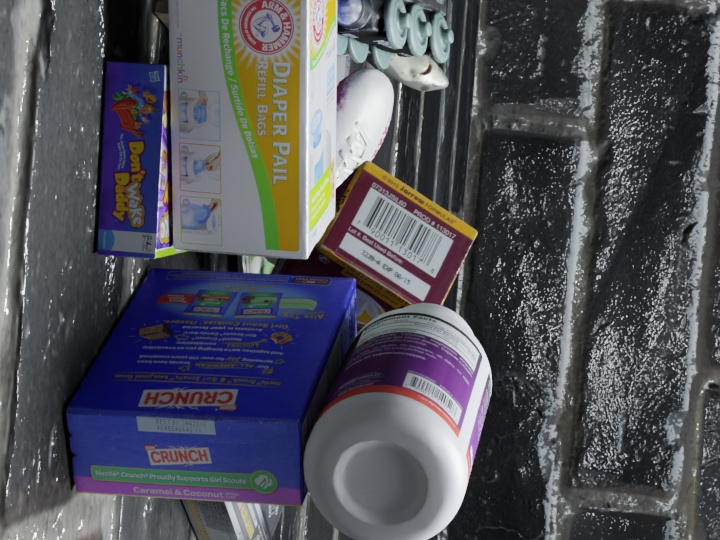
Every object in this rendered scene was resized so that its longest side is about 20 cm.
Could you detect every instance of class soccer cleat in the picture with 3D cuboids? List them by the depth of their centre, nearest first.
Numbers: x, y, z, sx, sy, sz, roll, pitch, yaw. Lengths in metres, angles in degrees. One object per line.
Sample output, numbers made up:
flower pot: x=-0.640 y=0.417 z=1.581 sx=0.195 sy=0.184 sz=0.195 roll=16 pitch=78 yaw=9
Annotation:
soccer cleat: x=-0.024 y=-0.084 z=1.533 sx=0.201 sy=0.069 sz=0.086 roll=-58 pitch=-153 yaw=14

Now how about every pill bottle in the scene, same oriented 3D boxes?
pill bottle: x=0.032 y=0.100 z=1.199 sx=0.200 sy=0.111 sz=0.114 roll=-63 pitch=156 yaw=-64

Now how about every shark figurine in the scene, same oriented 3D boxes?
shark figurine: x=-0.001 y=-0.266 z=1.626 sx=0.089 sy=0.127 sz=0.217 roll=146 pitch=-66 yaw=-70

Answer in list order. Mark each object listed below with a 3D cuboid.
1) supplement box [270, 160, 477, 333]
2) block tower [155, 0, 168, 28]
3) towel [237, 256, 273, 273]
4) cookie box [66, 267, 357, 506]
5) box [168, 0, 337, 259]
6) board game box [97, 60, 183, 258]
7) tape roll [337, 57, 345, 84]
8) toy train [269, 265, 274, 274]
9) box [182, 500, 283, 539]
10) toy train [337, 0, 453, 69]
supplement box: x=0.000 y=0.000 z=1.396 sx=0.086 sy=0.110 sz=0.200 roll=-61 pitch=-171 yaw=-22
block tower: x=-0.115 y=-0.286 z=1.312 sx=0.054 sy=0.057 sz=0.203 roll=46 pitch=51 yaw=-76
towel: x=-0.100 y=0.015 z=1.645 sx=0.153 sy=0.023 sz=0.203 roll=-62 pitch=154 yaw=-68
cookie box: x=-0.102 y=0.080 z=1.233 sx=0.201 sy=0.169 sz=0.076 roll=-67 pitch=157 yaw=-59
box: x=-0.075 y=-0.123 z=1.219 sx=0.113 sy=0.100 sz=0.203 roll=-61 pitch=153 yaw=-69
board game box: x=-0.142 y=-0.084 z=1.274 sx=0.200 sy=0.044 sz=0.136 roll=-26 pitch=120 yaw=-79
tape roll: x=-0.063 y=-0.198 z=1.629 sx=0.200 sy=0.065 sz=0.203 roll=5 pitch=90 yaw=-81
toy train: x=-0.027 y=0.017 z=1.581 sx=0.055 sy=0.149 sz=0.202 roll=29 pitch=56 yaw=-45
box: x=-0.104 y=0.169 z=1.543 sx=0.201 sy=0.048 sz=0.160 roll=79 pitch=29 yaw=-57
toy train: x=0.022 y=-0.243 z=1.495 sx=0.200 sy=0.084 sz=0.116 roll=1 pitch=85 yaw=-67
